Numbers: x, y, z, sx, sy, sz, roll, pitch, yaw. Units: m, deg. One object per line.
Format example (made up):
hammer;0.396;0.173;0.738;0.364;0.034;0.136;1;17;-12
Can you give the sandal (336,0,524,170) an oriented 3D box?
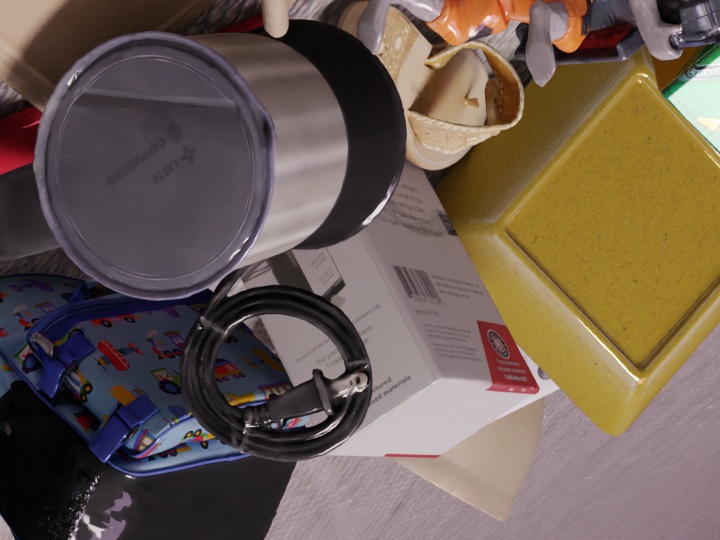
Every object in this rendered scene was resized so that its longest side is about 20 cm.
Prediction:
sandal;0.057;-0.097;1.292;0.211;0.069;0.078;23;83;-64

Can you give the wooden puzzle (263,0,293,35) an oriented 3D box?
wooden puzzle;0.018;-0.212;0.968;0.200;0.037;0.185;-46;165;-16

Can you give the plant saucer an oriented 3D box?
plant saucer;0.164;-0.030;1.403;0.200;0.200;0.048;-48;-164;-8

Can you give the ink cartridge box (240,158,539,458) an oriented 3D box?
ink cartridge box;0.000;0.000;1.292;0.083;0.201;0.146;-34;161;20

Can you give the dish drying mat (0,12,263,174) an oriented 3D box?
dish drying mat;-0.133;-0.078;1.177;0.199;0.018;0.077;-24;159;-19

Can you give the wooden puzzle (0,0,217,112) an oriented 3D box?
wooden puzzle;-0.099;-0.152;1.012;0.185;0.037;0.200;-37;165;4

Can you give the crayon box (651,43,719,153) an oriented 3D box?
crayon box;0.214;-0.163;1.241;0.119;0.201;0.058;-40;115;23

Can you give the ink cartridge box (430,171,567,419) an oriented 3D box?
ink cartridge box;0.117;-0.006;1.461;0.199;0.146;0.083;-25;-171;-15

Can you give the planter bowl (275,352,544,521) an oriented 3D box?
planter bowl;0.049;0.064;1.582;0.135;0.199;0.200;-59;160;-2

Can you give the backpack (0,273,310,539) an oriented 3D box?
backpack;-0.147;0.070;1.281;0.182;0.200;0.135;-4;128;-48

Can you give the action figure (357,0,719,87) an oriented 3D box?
action figure;0.123;-0.150;1.139;0.199;0.105;0.193;-2;-161;43

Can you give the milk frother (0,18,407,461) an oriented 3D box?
milk frother;-0.061;-0.006;1.082;0.180;0.201;0.188;-35;175;21

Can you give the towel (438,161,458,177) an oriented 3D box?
towel;0.133;-0.070;1.573;0.199;0.018;0.086;-3;146;-46
